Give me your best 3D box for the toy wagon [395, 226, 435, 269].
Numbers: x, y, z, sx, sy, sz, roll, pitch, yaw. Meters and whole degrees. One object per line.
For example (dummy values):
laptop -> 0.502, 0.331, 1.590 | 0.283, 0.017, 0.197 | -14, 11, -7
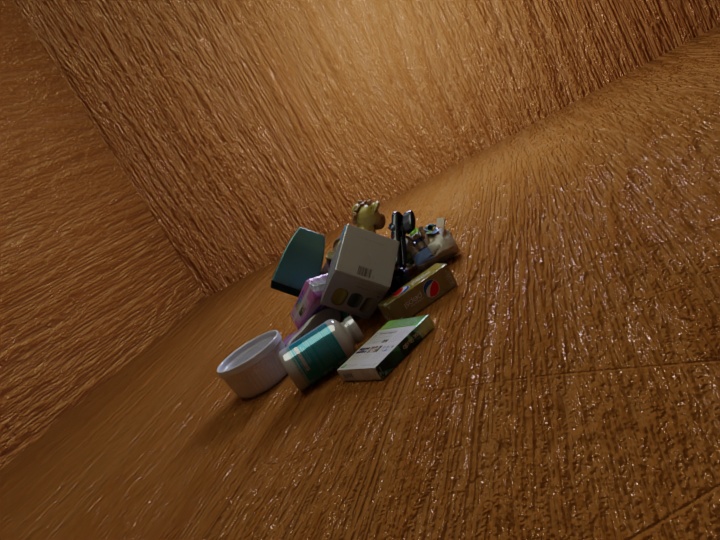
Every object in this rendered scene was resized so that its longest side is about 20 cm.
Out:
toy wagon -> 0.168, -0.073, 1.837 | 0.199, 0.040, 0.155 | -30, -32, -10

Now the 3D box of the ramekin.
ramekin -> -0.286, 0.265, 1.603 | 0.199, 0.105, 0.200 | -30, 11, 6

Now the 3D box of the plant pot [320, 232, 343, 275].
plant pot -> -0.043, 0.000, 1.928 | 0.175, 0.201, 0.200 | -48, 19, -29

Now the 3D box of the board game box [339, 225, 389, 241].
board game box -> -0.008, -0.028, 1.828 | 0.040, 0.152, 0.201 | 75, -149, -71

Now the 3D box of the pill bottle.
pill bottle -> -0.090, 0.192, 1.400 | 0.199, 0.111, 0.111 | -32, 12, -8

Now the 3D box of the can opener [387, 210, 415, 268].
can opener -> 0.113, -0.092, 1.689 | 0.079, 0.063, 0.201 | -34, 38, 46

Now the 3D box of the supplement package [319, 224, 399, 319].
supplement package -> -0.005, 0.008, 1.572 | 0.200, 0.151, 0.151 | 119, 167, -57

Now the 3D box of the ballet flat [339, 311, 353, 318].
ballet flat -> -0.039, 0.104, 1.767 | 0.064, 0.076, 0.200 | 1, 8, -19

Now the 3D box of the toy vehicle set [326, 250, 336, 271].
toy vehicle set -> 0.000, 0.000, 1.729 | 0.199, 0.124, 0.027 | 9, 59, 9

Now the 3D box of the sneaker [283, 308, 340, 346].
sneaker -> -0.156, 0.179, 1.725 | 0.200, 0.073, 0.114 | -36, 9, -22

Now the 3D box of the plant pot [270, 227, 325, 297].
plant pot -> -0.191, -0.026, 1.866 | 0.141, 0.141, 0.201 | 133, 155, -75

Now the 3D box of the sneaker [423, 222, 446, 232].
sneaker -> 0.240, -0.122, 1.978 | 0.075, 0.080, 0.200 | -35, 11, -23

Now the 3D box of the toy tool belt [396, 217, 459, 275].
toy tool belt -> 0.187, -0.069, 1.744 | 0.199, 0.123, 0.125 | -27, -22, 12

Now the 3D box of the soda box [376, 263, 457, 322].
soda box -> 0.146, 0.060, 1.481 | 0.199, 0.064, 0.068 | -33, 12, -13

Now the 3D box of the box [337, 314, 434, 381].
box -> 0.058, 0.174, 1.300 | 0.200, 0.036, 0.144 | -41, 15, -35

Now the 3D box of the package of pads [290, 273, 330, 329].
package of pads -> -0.127, 0.091, 1.741 | 0.120, 0.076, 0.200 | -13, -29, -31

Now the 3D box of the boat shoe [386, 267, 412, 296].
boat shoe -> 0.108, 0.035, 1.609 | 0.074, 0.093, 0.200 | -33, 12, -14

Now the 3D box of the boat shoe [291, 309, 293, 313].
boat shoe -> -0.140, 0.133, 1.898 | 0.074, 0.063, 0.199 | 2, 17, 45

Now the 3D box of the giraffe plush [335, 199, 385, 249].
giraffe plush -> 0.014, -0.121, 1.715 | 0.172, 0.163, 0.200 | 7, -10, 24
